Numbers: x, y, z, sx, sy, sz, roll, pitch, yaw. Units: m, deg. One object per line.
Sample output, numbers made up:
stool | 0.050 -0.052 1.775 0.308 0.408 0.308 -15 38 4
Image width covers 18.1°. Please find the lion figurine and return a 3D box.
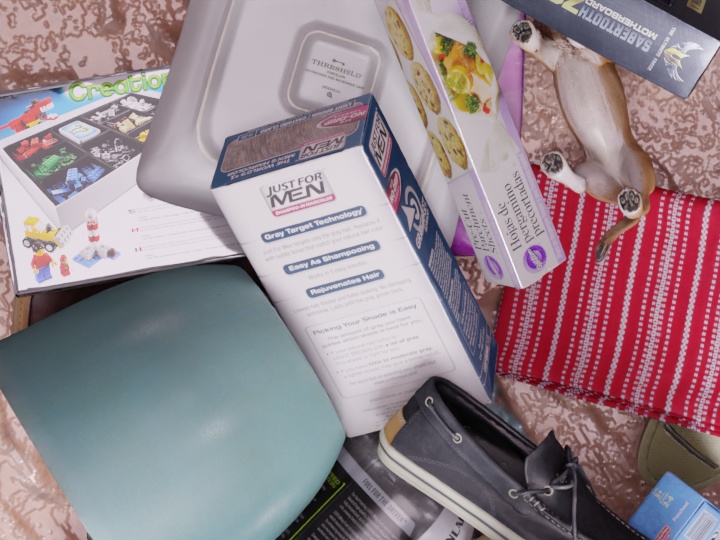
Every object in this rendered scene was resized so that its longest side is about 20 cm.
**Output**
lion figurine | 0.149 -0.101 1.410 0.072 0.122 0.200 -9 85 21

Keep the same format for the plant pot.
plant pot | -0.107 0.091 1.357 0.161 0.201 0.201 -31 92 -7

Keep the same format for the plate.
plate | -0.017 -0.116 1.378 0.199 0.032 0.200 17 89 -4

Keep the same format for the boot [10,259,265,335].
boot | -0.127 -0.004 1.442 0.166 0.072 0.200 14 87 3

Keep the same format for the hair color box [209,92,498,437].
hair color box | 0.000 0.000 1.350 0.100 0.061 0.200 -15 124 19

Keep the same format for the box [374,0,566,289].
box | 0.066 -0.084 1.353 0.039 0.041 0.200 -33 114 -24

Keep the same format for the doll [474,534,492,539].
doll | 0.096 0.198 1.299 0.136 0.200 0.049 17 102 -14

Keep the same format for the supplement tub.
supplement tub | -0.006 0.181 1.426 0.123 0.123 0.200 44 92 -1

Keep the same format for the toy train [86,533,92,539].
toy train | -0.133 0.134 1.470 0.046 0.034 0.200 30 91 -12

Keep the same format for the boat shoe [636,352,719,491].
boat shoe | 0.246 0.054 1.450 0.075 0.068 0.200 33 102 -6

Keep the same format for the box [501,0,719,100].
box | 0.157 -0.202 1.381 0.158 0.200 0.051 27 127 -1

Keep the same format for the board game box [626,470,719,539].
board game box | 0.168 0.231 1.418 0.037 0.151 0.200 37 91 33

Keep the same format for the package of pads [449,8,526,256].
package of pads | 0.044 -0.110 1.438 0.120 0.076 0.200 3 91 5

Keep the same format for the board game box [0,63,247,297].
board game box | -0.126 -0.062 1.402 0.200 0.035 0.126 -9 87 -6

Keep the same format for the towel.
towel | 0.180 0.019 1.425 0.200 0.022 0.145 14 91 29

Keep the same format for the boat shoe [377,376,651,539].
boat shoe | 0.105 0.129 1.327 0.200 0.075 0.062 31 107 12
